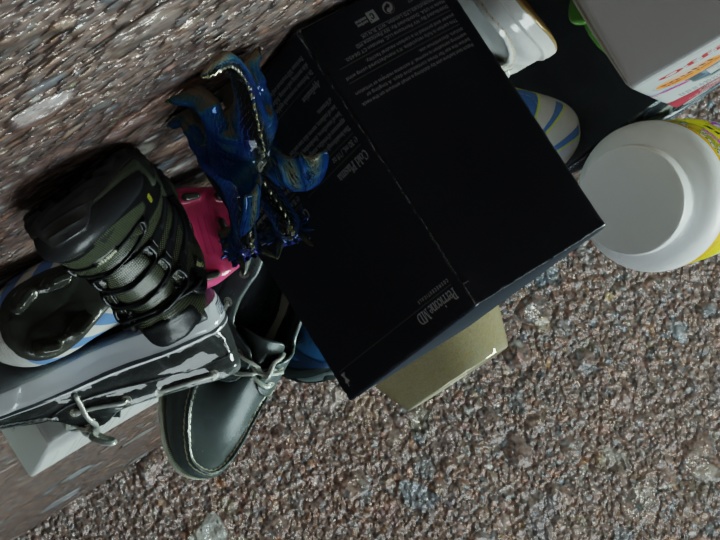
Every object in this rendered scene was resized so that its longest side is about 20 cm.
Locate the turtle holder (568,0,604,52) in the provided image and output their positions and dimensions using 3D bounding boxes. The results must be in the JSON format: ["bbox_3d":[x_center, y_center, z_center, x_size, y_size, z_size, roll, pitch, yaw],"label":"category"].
[{"bbox_3d":[0.201,-0.205,1.255,0.141,0.186,0.132,-1,-175,17],"label":"turtle holder"}]

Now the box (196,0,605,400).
[{"bbox_3d":[0.017,-0.047,1.236,0.104,0.182,0.200,-30,175,-28],"label":"box"}]

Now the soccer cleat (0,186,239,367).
[{"bbox_3d":[-0.160,0.000,1.337,0.200,0.070,0.086,-27,-171,-31],"label":"soccer cleat"}]

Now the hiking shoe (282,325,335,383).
[{"bbox_3d":[0.000,0.000,1.414,0.200,0.074,0.087,-41,142,22],"label":"hiking shoe"}]

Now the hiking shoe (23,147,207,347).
[{"bbox_3d":[-0.123,-0.009,1.191,0.076,0.101,0.200,-34,175,9],"label":"hiking shoe"}]

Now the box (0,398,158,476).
[{"bbox_3d":[-0.165,0.044,1.471,0.200,0.098,0.124,-30,174,-21],"label":"box"}]

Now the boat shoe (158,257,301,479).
[{"bbox_3d":[-0.078,0.048,1.395,0.062,0.073,0.200,20,-89,59],"label":"boat shoe"}]

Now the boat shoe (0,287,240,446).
[{"bbox_3d":[-0.176,0.076,1.355,0.199,0.068,0.074,-22,-159,-8],"label":"boat shoe"}]

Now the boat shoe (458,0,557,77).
[{"bbox_3d":[0.073,-0.142,1.297,0.069,0.071,0.200,-34,176,1],"label":"boat shoe"}]

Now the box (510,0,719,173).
[{"bbox_3d":[0.201,-0.172,1.531,0.200,0.124,0.197,-37,172,37],"label":"box"}]

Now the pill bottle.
[{"bbox_3d":[0.213,-0.053,1.464,0.104,0.104,0.200,-35,172,21],"label":"pill bottle"}]

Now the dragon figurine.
[{"bbox_3d":[-0.056,-0.060,1.127,0.059,0.099,0.200,-32,175,-16],"label":"dragon figurine"}]

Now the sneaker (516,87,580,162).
[{"bbox_3d":[0.073,-0.087,1.393,0.200,0.076,0.105,-6,-177,-23],"label":"sneaker"}]

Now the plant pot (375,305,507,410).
[{"bbox_3d":[0.020,0.000,1.610,0.187,0.200,0.187,-32,175,-3],"label":"plant pot"}]

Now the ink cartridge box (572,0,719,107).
[{"bbox_3d":[0.177,-0.183,1.089,0.145,0.145,0.200,-31,174,14],"label":"ink cartridge box"}]
